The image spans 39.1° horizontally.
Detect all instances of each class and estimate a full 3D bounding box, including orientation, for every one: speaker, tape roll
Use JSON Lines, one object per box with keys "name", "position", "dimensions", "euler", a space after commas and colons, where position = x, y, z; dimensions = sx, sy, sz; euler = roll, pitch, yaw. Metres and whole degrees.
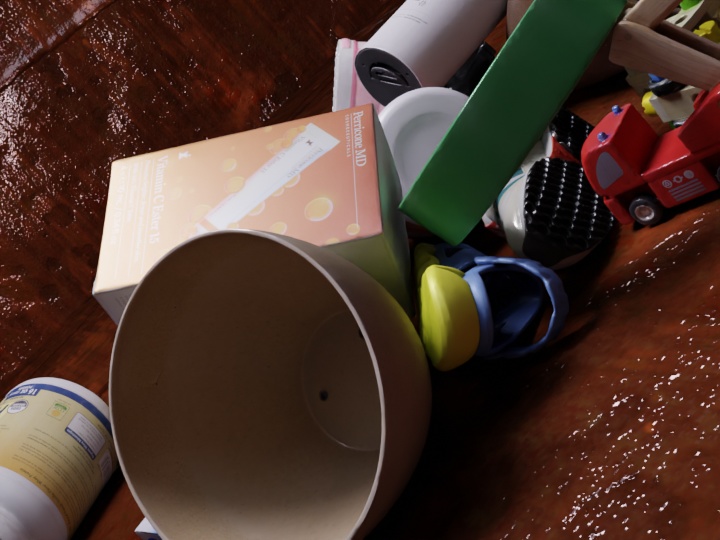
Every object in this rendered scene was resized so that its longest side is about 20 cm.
{"name": "speaker", "position": [0.082, -0.236, 0.947], "dimensions": [0.200, 0.081, 0.081], "euler": [-51, 17, -24]}
{"name": "tape roll", "position": [0.098, -0.111, 0.660], "dimensions": [0.200, 0.048, 0.200], "euler": [-56, -1, -1]}

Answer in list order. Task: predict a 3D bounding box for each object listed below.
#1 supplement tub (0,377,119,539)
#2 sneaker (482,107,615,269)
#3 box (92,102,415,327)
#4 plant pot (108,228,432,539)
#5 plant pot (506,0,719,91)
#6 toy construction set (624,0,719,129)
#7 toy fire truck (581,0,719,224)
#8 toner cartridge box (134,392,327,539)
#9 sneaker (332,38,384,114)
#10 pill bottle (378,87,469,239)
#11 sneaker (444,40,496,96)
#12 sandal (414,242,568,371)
{"name": "supplement tub", "position": [-0.345, 0.220, 1.036], "dimensions": [0.144, 0.144, 0.200], "euler": [-34, 17, 31]}
{"name": "sneaker", "position": [0.127, -0.043, 0.732], "dimensions": [0.093, 0.070, 0.200], "euler": [-54, 8, 35]}
{"name": "box", "position": [-0.071, -0.023, 0.719], "dimensions": [0.200, 0.098, 0.124], "euler": [-12, 51, 9]}
{"name": "plant pot", "position": [-0.035, 0.075, 0.620], "dimensions": [0.200, 0.200, 0.134], "euler": [-34, -17, 29]}
{"name": "plant pot", "position": [0.203, -0.244, 0.881], "dimensions": [0.187, 0.187, 0.200], "euler": [-50, -3, -25]}
{"name": "toy construction set", "position": [0.252, -0.157, 0.671], "dimensions": [0.131, 0.092, 0.200], "euler": [-49, 5, -24]}
{"name": "toy fire truck", "position": [0.192, -0.114, 0.582], "dimensions": [0.200, 0.141, 0.049], "euler": [-24, 24, 49]}
{"name": "toner cartridge box", "position": [-0.082, 0.137, 0.787], "dimensions": [0.200, 0.043, 0.095], "euler": [-51, 15, -29]}
{"name": "sneaker", "position": [0.021, -0.130, 1.019], "dimensions": [0.075, 0.105, 0.200], "euler": [-103, 16, -61]}
{"name": "pill bottle", "position": [0.052, -0.086, 0.888], "dimensions": [0.112, 0.112, 0.200], "euler": [-44, 1, -4]}
{"name": "sneaker", "position": [0.074, -0.164, 1.075], "dimensions": [0.200, 0.112, 0.073], "euler": [-47, 14, -16]}
{"name": "sandal", "position": [0.080, 0.021, 0.667], "dimensions": [0.087, 0.080, 0.200], "euler": [-7, 10, -1]}
